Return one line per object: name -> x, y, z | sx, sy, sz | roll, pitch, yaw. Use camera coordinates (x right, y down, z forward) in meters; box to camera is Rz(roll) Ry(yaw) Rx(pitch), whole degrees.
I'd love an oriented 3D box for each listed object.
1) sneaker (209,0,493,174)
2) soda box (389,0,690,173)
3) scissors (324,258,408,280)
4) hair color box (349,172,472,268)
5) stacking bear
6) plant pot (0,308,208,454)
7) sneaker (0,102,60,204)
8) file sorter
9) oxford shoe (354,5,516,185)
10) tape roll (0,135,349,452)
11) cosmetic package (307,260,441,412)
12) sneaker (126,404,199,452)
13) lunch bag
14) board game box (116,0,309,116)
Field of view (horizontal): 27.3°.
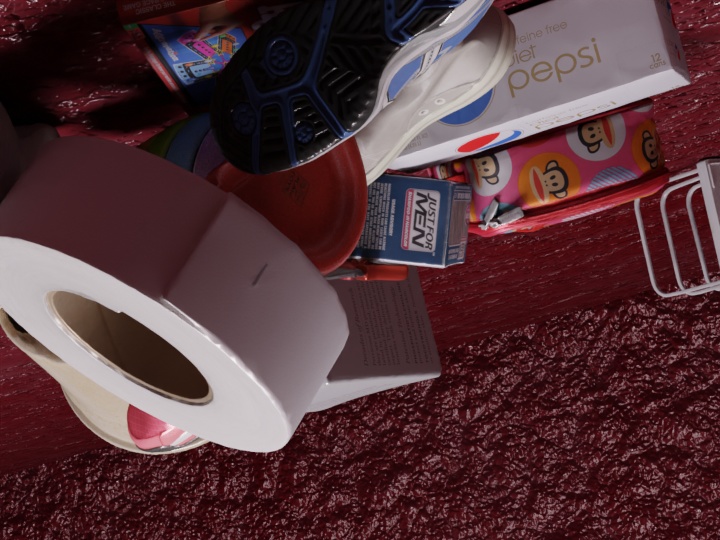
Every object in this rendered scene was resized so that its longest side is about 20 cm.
sneaker -> 0.007, -0.114, 0.750 | 0.200, 0.076, 0.077 | -35, 170, 24
soda box -> 0.102, -0.123, 0.945 | 0.200, 0.068, 0.064 | -17, 172, 21
scissors -> 0.000, 0.000, 0.954 | 0.073, 0.014, 0.200 | 8, -178, -3
hair color box -> -0.029, -0.043, 1.033 | 0.200, 0.061, 0.100 | 7, -176, 11
stacking bear -> -0.104, -0.043, 0.899 | 0.200, 0.122, 0.114 | -5, 144, 42
plant pot -> -0.183, 0.026, 1.142 | 0.200, 0.201, 0.183 | -15, 159, 10
sneaker -> -0.237, -0.062, 0.839 | 0.088, 0.075, 0.200 | -2, 173, 6
file sorter -> 0.427, -0.049, 1.687 | 0.200, 0.139, 0.124 | -7, 172, -37
oxford shoe -> 0.009, -0.104, 0.893 | 0.058, 0.075, 0.200 | 18, 145, -33
tape roll -> -0.108, 0.016, 0.805 | 0.202, 0.071, 0.202 | 26, 156, 12
cosmetic package -> -0.054, 0.048, 1.459 | 0.167, 0.167, 0.200 | -19, 168, 33
sneaker -> -0.126, 0.049, 1.015 | 0.087, 0.074, 0.200 | 14, 132, -32
lunch bag -> 0.128, -0.077, 1.138 | 0.176, 0.082, 0.200 | -16, -174, -6
board game box -> -0.065, -0.127, 0.836 | 0.103, 0.019, 0.200 | -15, 171, 2
